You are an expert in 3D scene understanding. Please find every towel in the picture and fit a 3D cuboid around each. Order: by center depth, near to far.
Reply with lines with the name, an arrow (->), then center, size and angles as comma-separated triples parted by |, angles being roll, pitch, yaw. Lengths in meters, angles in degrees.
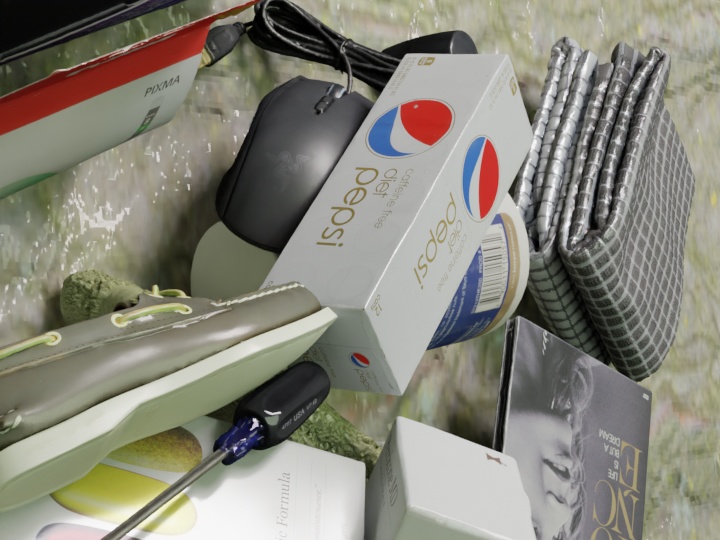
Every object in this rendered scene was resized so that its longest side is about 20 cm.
towel -> -0.062, 0.071, 0.876 | 0.200, 0.148, 0.037 | 42, 75, -33
towel -> 0.183, -0.045, 1.173 | 0.166, 0.085, 0.202 | 53, 46, -47

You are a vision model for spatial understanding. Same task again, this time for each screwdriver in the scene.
screwdriver -> -0.071, 0.090, 0.726 | 0.028, 0.029, 0.200 | 40, 39, 10

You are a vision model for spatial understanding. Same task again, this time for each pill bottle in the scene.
pill bottle -> 0.000, 0.000, 0.974 | 0.199, 0.110, 0.112 | -10, 89, -45

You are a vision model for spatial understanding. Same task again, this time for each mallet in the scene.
mallet -> 0.097, -0.113, 1.135 | 0.199, 0.065, 0.042 | 22, 65, -42

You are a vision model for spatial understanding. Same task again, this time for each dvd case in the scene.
dvd case -> 0.136, 0.149, 1.067 | 0.148, 0.016, 0.202 | 28, 60, -38

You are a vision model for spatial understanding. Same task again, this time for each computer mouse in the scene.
computer mouse -> -0.045, -0.097, 0.932 | 0.139, 0.046, 0.200 | 26, 43, 9

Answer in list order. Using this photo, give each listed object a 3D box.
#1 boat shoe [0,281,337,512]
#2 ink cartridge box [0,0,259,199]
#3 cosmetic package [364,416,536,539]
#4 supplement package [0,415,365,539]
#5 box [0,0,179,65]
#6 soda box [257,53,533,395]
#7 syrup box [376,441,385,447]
boat shoe -> -0.095, 0.039, 0.725 | 0.201, 0.072, 0.061 | -24, 73, -40
ink cartridge box -> -0.136, -0.071, 0.781 | 0.160, 0.199, 0.051 | -31, 104, -45
cosmetic package -> 0.015, 0.189, 0.818 | 0.071, 0.102, 0.202 | 20, 107, -8
supplement package -> -0.109, 0.136, 0.768 | 0.198, 0.110, 0.115 | 18, 48, -20
box -> -0.108, -0.196, 0.876 | 0.199, 0.147, 0.105 | -29, 103, -45
soda box -> 0.023, -0.030, 0.868 | 0.201, 0.067, 0.064 | -60, 141, -37
syrup box -> 0.012, 0.206, 0.966 | 0.078, 0.081, 0.203 | 12, 76, -43
